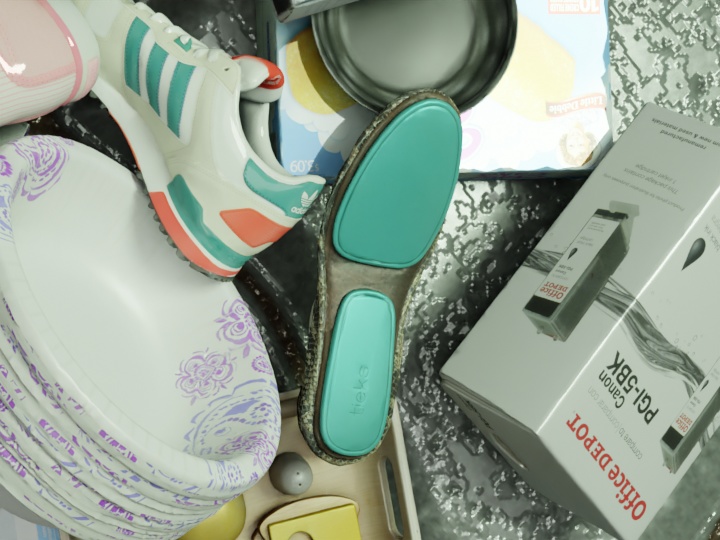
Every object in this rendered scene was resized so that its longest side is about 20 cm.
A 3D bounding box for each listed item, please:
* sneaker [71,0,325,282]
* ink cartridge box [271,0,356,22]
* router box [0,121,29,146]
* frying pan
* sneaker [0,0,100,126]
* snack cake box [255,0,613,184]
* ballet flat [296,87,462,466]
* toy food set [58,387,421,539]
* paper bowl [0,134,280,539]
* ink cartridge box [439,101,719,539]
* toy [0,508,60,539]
[{"bbox_3d":[-0.089,-0.100,0.744,0.093,0.070,0.202,-32,80,18],"label":"sneaker"},{"bbox_3d":[0.021,-0.251,0.718,0.198,0.047,0.200,-20,96,-15],"label":"ink cartridge box"},{"bbox_3d":[-0.290,-0.053,0.720,0.198,0.051,0.151,29,74,-14],"label":"router box"},{"bbox_3d":[0.007,-0.166,0.751,0.114,0.031,0.191,-35,92,-12],"label":"frying pan"},{"bbox_3d":[-0.230,-0.143,0.696,0.200,0.076,0.104,44,48,9],"label":"sneaker"},{"bbox_3d":[0.042,-0.109,0.810,0.197,0.067,0.117,-3,90,-14],"label":"snack cake box"},{"bbox_3d":[0.000,0.000,0.751,0.067,0.075,0.203,11,96,-22],"label":"ballet flat"},{"bbox_3d":[-0.064,0.149,0.784,0.197,0.060,0.146,-12,92,-14],"label":"toy food set"},{"bbox_3d":[-0.139,0.043,0.691,0.104,0.201,0.202,-34,100,19],"label":"paper bowl"},{"bbox_3d":[0.158,0.033,0.801,0.201,0.083,0.147,-52,134,-9],"label":"ink cartridge box"},{"bbox_3d":[-0.252,0.114,0.741,0.197,0.047,0.117,-8,94,-14],"label":"toy"}]
